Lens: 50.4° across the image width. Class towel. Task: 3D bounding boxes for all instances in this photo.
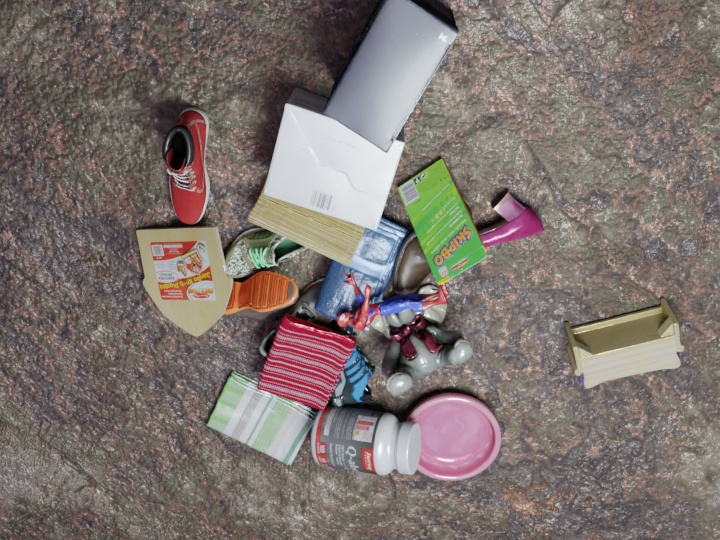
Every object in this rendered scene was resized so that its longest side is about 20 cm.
[{"bbox_3d":[0.000,0.000,1.350,0.109,0.049,0.204,22,98,-6],"label":"towel"},{"bbox_3d":[-0.101,0.172,1.400,0.141,0.023,0.203,19,127,-7],"label":"towel"},{"bbox_3d":[-0.201,0.305,1.548,0.196,0.031,0.151,26,114,-9],"label":"towel"}]

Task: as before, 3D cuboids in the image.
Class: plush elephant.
[{"bbox_3d":[0.094,0.109,1.376,0.161,0.200,0.158,-25,90,1],"label":"plush elephant"}]

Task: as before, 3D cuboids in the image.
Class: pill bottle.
[{"bbox_3d":[0.012,0.328,1.471,0.195,0.116,0.119,3,118,22],"label":"pill bottle"}]

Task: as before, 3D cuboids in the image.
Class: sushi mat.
[{"bbox_3d":[-0.089,-0.088,1.307,0.196,0.097,0.012,24,160,6],"label":"sushi mat"}]

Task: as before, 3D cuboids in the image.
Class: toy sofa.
[{"bbox_3d":[0.478,0.133,1.395,0.195,0.084,0.099,-15,119,11],"label":"toy sofa"}]

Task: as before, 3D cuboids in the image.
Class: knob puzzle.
[{"bbox_3d":[-0.310,0.019,1.391,0.214,0.030,0.226,8,110,21],"label":"knob puzzle"}]

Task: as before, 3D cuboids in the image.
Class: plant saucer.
[{"bbox_3d":[0.180,0.324,1.522,0.195,0.051,0.206,2,115,3],"label":"plant saucer"}]

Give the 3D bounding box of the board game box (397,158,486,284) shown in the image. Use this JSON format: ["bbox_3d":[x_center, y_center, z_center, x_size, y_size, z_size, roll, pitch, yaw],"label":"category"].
[{"bbox_3d":[0.135,-0.079,1.265,0.094,0.204,0.030,-31,147,18],"label":"board game box"}]

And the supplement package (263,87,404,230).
[{"bbox_3d":[-0.041,-0.183,1.258,0.195,0.112,0.159,17,115,-4],"label":"supplement package"}]

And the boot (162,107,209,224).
[{"bbox_3d":[-0.296,-0.153,1.271,0.070,0.145,0.205,7,118,-2],"label":"boot"}]

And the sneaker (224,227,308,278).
[{"bbox_3d":[-0.163,-0.036,1.348,0.197,0.089,0.078,-27,112,16],"label":"sneaker"}]

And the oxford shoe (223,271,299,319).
[{"bbox_3d":[-0.175,0.049,1.376,0.196,0.073,0.072,-6,157,39],"label":"oxford shoe"}]

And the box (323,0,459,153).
[{"bbox_3d":[0.046,-0.314,1.141,0.116,0.201,0.199,29,114,-11],"label":"box"}]

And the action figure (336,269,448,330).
[{"bbox_3d":[0.041,0.037,1.288,0.196,0.065,0.101,-21,103,15],"label":"action figure"}]

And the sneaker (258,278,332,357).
[{"bbox_3d":[-0.112,0.099,1.407,0.077,0.082,0.200,45,111,-1],"label":"sneaker"}]

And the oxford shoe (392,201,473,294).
[{"bbox_3d":[0.122,-0.033,1.313,0.072,0.085,0.202,18,112,-39],"label":"oxford shoe"}]

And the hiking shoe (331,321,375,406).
[{"bbox_3d":[-0.014,0.170,1.456,0.084,0.075,0.204,-1,126,-4],"label":"hiking shoe"}]

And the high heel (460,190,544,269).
[{"bbox_3d":[0.225,-0.036,1.339,0.096,0.067,0.201,41,99,-6],"label":"high heel"}]
